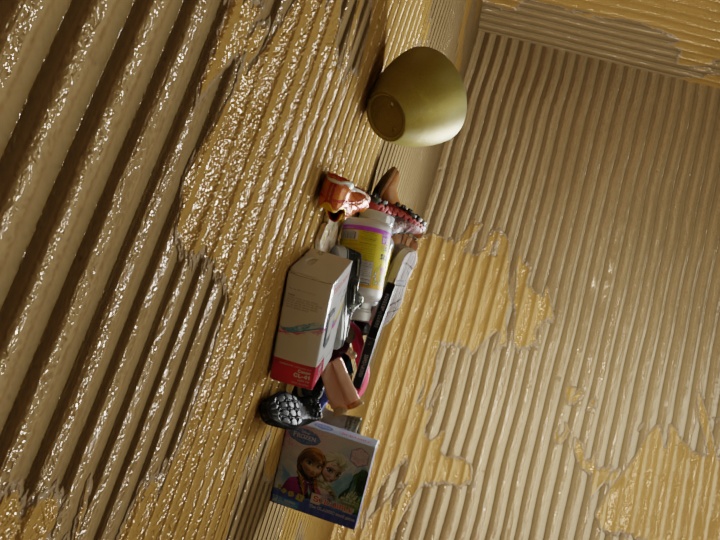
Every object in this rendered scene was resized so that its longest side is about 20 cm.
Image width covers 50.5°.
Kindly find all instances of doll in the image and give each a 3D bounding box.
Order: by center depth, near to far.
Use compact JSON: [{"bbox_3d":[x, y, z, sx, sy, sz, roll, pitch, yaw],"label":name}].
[{"bbox_3d":[-0.066,0.209,1.618,0.048,0.136,0.202,-4,-126,56],"label":"doll"}]

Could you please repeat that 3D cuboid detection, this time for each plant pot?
[{"bbox_3d":[0.093,-0.331,1.533,0.141,0.199,0.202,-33,146,-38],"label":"plant pot"}]

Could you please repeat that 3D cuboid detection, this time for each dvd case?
[{"bbox_3d":[0.027,0.141,1.630,0.201,0.024,0.151,103,6,-51],"label":"dvd case"}]

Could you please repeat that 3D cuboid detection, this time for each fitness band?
[{"bbox_3d":[-0.044,0.208,1.701,0.143,0.037,0.203,-28,115,-41],"label":"fitness band"}]

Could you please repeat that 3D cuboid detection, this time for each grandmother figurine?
[{"bbox_3d":[-0.057,0.175,1.483,0.121,0.202,0.060,-19,175,-45],"label":"grandmother figurine"}]

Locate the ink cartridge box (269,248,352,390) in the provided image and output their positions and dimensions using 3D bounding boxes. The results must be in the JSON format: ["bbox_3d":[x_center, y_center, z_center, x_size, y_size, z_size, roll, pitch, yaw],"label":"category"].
[{"bbox_3d":[-0.086,0.082,1.333,0.148,0.084,0.203,-54,159,-68],"label":"ink cartridge box"}]

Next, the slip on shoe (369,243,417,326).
[{"bbox_3d":[0.062,0.034,1.750,0.076,0.060,0.202,9,105,-51],"label":"slip on shoe"}]

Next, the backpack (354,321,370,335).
[{"bbox_3d":[0.021,0.050,1.849,0.163,0.152,0.203,-178,-91,-71],"label":"backpack"}]

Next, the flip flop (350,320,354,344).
[{"bbox_3d":[-0.062,0.180,1.767,0.058,0.080,0.203,142,-40,-79],"label":"flip flop"}]

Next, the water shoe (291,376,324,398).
[{"bbox_3d":[-0.100,0.172,1.541,0.079,0.071,0.202,-32,-143,54],"label":"water shoe"}]

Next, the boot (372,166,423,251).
[{"bbox_3d":[0.098,-0.141,1.892,0.077,0.154,0.202,-15,-126,68],"label":"boot"}]

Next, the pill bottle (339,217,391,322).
[{"bbox_3d":[0.000,0.000,1.557,0.104,0.103,0.203,44,55,-81],"label":"pill bottle"}]

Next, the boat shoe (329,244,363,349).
[{"bbox_3d":[-0.026,0.052,1.459,0.072,0.070,0.203,162,-66,-65],"label":"boat shoe"}]

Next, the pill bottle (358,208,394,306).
[{"bbox_3d":[0.011,-0.030,1.699,0.112,0.111,0.203,50,56,-81],"label":"pill bottle"}]

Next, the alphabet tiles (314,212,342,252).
[{"bbox_3d":[-0.064,-0.044,1.494,0.201,0.014,0.198,90,17,-61],"label":"alphabet tiles"}]

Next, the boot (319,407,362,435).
[{"bbox_3d":[-0.084,0.401,1.701,0.072,0.153,0.203,-35,140,-77],"label":"boot"}]

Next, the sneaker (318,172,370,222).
[{"bbox_3d":[-0.036,-0.126,1.383,0.078,0.072,0.200,-68,163,4],"label":"sneaker"}]

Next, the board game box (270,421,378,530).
[{"bbox_3d":[-0.079,0.431,1.638,0.041,0.197,0.202,-44,148,-74],"label":"board game box"}]

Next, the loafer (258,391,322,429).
[{"bbox_3d":[-0.135,0.259,1.382,0.200,0.070,0.069,23,50,-68],"label":"loafer"}]

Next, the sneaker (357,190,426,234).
[{"bbox_3d":[0.069,-0.115,1.814,0.071,0.199,0.099,43,-70,51],"label":"sneaker"}]
